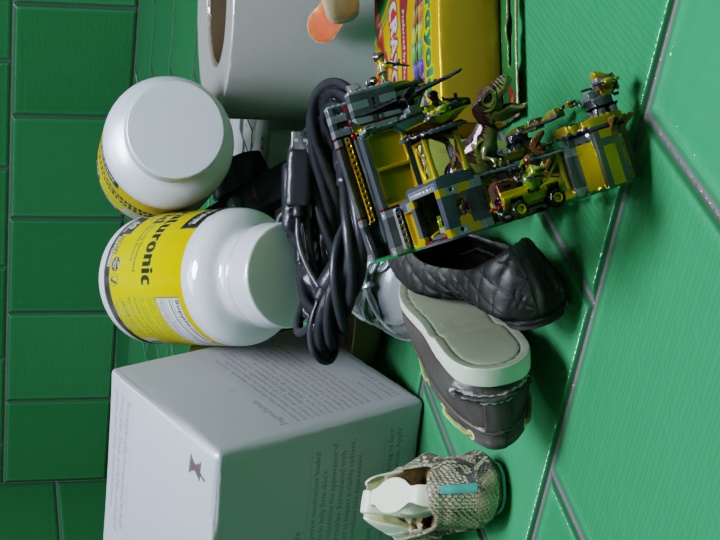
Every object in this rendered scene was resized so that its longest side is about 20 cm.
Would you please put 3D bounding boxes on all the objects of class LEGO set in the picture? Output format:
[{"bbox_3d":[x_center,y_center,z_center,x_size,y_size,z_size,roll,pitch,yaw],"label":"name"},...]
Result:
[{"bbox_3d":[0.061,-0.081,0.901,0.200,0.153,0.117,168,84,-83],"label":"LEGO set"}]

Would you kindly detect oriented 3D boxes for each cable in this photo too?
[{"bbox_3d":[-0.016,-0.033,1.142,0.163,0.050,0.202,157,116,-69],"label":"cable"}]

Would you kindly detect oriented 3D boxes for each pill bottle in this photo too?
[{"bbox_3d":[-0.118,0.006,1.286,0.199,0.111,0.112,-2,88,49],"label":"pill bottle"},{"bbox_3d":[-0.169,-0.104,1.365,0.200,0.111,0.113,154,115,-77],"label":"pill bottle"}]

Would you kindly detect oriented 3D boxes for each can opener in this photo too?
[{"bbox_3d":[-0.080,-0.075,1.414,0.199,0.063,0.079,-18,97,51],"label":"can opener"}]

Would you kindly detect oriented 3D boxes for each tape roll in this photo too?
[{"bbox_3d":[-0.064,-0.235,1.412,0.203,0.138,0.204,180,90,-76],"label":"tape roll"}]

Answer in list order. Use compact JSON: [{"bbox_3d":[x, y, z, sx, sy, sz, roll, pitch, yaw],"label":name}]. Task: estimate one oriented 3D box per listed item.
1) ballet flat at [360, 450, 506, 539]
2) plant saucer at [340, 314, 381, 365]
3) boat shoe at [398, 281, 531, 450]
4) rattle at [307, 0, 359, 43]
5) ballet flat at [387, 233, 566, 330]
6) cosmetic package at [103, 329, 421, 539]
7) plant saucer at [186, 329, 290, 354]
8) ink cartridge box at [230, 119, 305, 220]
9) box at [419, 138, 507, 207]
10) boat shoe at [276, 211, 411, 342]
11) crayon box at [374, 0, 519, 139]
[{"bbox_3d":[0.040,0.163,1.134,0.200,0.075,0.068,136,131,-71],"label":"ballet flat"},{"bbox_3d":[-0.012,0.016,1.417,0.200,0.035,0.202,-179,90,-76],"label":"plant saucer"},{"bbox_3d":[0.067,0.050,1.035,0.201,0.071,0.061,-108,11,-69],"label":"boat shoe"},{"bbox_3d":[0.011,-0.254,1.216,0.131,0.142,0.200,55,176,24],"label":"rattle"},{"bbox_3d":[0.071,-0.010,1.011,0.200,0.066,0.057,22,132,63],"label":"ballet flat"},{"bbox_3d":[-0.082,0.164,1.278,0.165,0.199,0.166,30,121,46],"label":"cosmetic package"},{"bbox_3d":[-0.097,0.108,1.443,0.201,0.048,0.200,76,-149,-47],"label":"plant saucer"},{"bbox_3d":[-0.077,-0.119,1.571,0.200,0.083,0.146,-114,27,-56],"label":"ink cartridge box"},{"bbox_3d":[0.051,-0.057,1.100,0.200,0.075,0.051,172,98,-77],"label":"box"},{"bbox_3d":[0.000,-0.002,1.249,0.202,0.064,0.075,44,119,53],"label":"boat shoe"},{"bbox_3d":[0.058,-0.154,1.115,0.200,0.050,0.128,160,110,-74],"label":"crayon box"}]
